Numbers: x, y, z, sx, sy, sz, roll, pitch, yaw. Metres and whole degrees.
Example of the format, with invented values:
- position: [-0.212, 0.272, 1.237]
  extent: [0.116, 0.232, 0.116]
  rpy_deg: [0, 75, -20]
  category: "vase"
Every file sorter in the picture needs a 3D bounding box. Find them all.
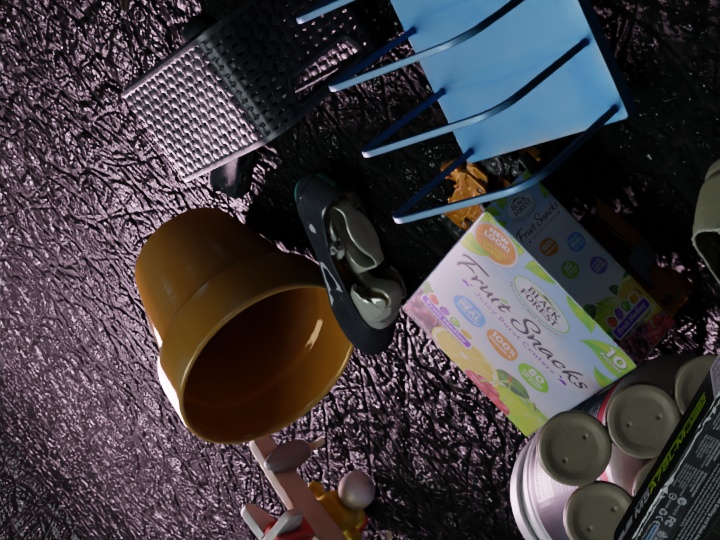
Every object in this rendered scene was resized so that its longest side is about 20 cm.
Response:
- position: [0.051, -0.149, 0.836]
  extent: [0.138, 0.123, 0.201]
  rpy_deg: [-13, 110, 45]
  category: "file sorter"

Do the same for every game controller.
- position: [-0.135, -0.150, 1.270]
  extent: [0.105, 0.042, 0.201]
  rpy_deg: [55, 156, 20]
  category: "game controller"

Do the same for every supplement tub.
- position: [0.208, 0.154, 1.023]
  extent: [0.140, 0.140, 0.200]
  rpy_deg: [47, 153, 3]
  category: "supplement tub"

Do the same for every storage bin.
- position: [-0.088, -0.158, 1.064]
  extent: [0.094, 0.135, 0.199]
  rpy_deg: [54, 153, -13]
  category: "storage bin"

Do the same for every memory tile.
- position: [0.228, 0.137, 0.901]
  extent: [0.017, 0.198, 0.155]
  rpy_deg: [167, 80, -89]
  category: "memory tile"

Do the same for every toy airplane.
- position: [-0.045, 0.287, 1.585]
  extent: [0.200, 0.141, 0.199]
  rpy_deg: [44, -171, -22]
  category: "toy airplane"

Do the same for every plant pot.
- position: [-0.132, 0.038, 1.357]
  extent: [0.183, 0.199, 0.201]
  rpy_deg: [49, 159, 37]
  category: "plant pot"

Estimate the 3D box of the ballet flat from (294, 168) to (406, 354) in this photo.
- position: [0.000, 0.000, 1.220]
  extent: [0.073, 0.073, 0.201]
  rpy_deg: [14, 135, 48]
  category: "ballet flat"

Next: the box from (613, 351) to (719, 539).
- position: [0.282, 0.142, 0.830]
  extent: [0.191, 0.048, 0.201]
  rpy_deg: [22, 118, -1]
  category: "box"

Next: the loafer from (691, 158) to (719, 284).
- position: [0.267, 0.024, 0.842]
  extent: [0.201, 0.068, 0.076]
  rpy_deg: [52, 153, -6]
  category: "loafer"

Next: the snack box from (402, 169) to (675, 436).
- position: [0.118, 0.031, 0.965]
  extent: [0.142, 0.053, 0.200]
  rpy_deg: [45, 155, 4]
  category: "snack box"

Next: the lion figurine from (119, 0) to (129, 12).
- position: [-0.252, -0.328, 1.161]
  extent: [0.123, 0.072, 0.201]
  rpy_deg: [-110, -4, -49]
  category: "lion figurine"

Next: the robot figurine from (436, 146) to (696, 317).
- position: [0.141, -0.020, 0.989]
  extent: [0.200, 0.058, 0.145]
  rpy_deg: [43, 153, 10]
  category: "robot figurine"
